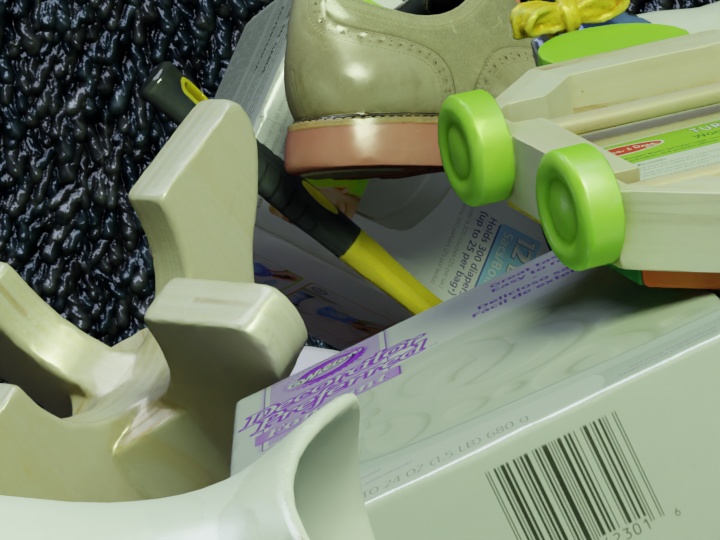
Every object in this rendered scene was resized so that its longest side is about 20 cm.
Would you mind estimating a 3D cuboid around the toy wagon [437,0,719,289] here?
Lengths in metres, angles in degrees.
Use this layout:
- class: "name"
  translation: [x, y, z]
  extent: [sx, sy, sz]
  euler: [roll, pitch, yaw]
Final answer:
- class: "toy wagon"
  translation: [0.102, -0.043, 0.850]
  extent: [0.155, 0.040, 0.200]
  euler: [-13, 19, -18]

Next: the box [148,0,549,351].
- class: "box"
  translation: [0.036, -0.019, 1.180]
  extent: [0.113, 0.200, 0.101]
  euler: [-67, 15, -17]

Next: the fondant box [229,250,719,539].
- class: "fondant box"
  translation: [0.038, 0.051, 0.831]
  extent: [0.144, 0.058, 0.200]
  euler: [-26, 8, 3]

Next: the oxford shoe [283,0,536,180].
- class: "oxford shoe"
  translation: [0.058, -0.075, 1.085]
  extent: [0.200, 0.075, 0.070]
  euler: [-5, 0, -41]

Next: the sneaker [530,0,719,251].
- class: "sneaker"
  translation: [0.124, -0.029, 1.021]
  extent: [0.115, 0.081, 0.200]
  euler: [-14, -30, -4]

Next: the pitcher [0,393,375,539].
- class: "pitcher"
  translation: [-0.084, 0.101, 0.556]
  extent: [0.199, 0.122, 0.172]
  euler: [-14, 15, -1]

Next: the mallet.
- class: "mallet"
  translation: [0.000, 0.000, 1.070]
  extent: [0.041, 0.200, 0.066]
  euler: [-44, 19, 31]

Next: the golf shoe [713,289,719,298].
- class: "golf shoe"
  translation: [0.164, -0.022, 0.901]
  extent: [0.097, 0.078, 0.200]
  euler: [-67, -12, 16]

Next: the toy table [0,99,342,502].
- class: "toy table"
  translation: [-0.065, 0.045, 1.017]
  extent: [0.200, 0.117, 0.184]
  euler: [-6, 43, 35]
